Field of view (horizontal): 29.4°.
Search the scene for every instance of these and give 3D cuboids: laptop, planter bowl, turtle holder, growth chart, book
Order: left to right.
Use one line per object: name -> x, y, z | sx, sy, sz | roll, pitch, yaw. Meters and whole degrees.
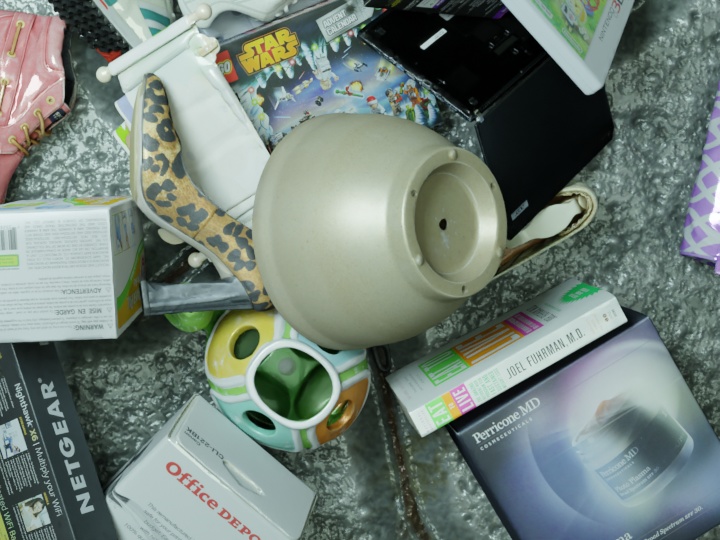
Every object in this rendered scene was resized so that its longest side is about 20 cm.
growth chart -> -0.140, -0.105, 1.140 | 0.145, 0.018, 0.200 | -19, 106, 28
turtle holder -> -0.072, 0.071, 1.190 | 0.141, 0.132, 0.186 | -27, 98, -3
planter bowl -> 0.032, -0.035, 1.109 | 0.200, 0.135, 0.200 | 3, 86, -43
laptop -> 0.117, -0.163, 1.209 | 0.200, 0.103, 0.177 | 39, 56, 13
book -> 0.127, 0.077, 1.211 | 0.200, 0.134, 0.048 | -29, 97, -3

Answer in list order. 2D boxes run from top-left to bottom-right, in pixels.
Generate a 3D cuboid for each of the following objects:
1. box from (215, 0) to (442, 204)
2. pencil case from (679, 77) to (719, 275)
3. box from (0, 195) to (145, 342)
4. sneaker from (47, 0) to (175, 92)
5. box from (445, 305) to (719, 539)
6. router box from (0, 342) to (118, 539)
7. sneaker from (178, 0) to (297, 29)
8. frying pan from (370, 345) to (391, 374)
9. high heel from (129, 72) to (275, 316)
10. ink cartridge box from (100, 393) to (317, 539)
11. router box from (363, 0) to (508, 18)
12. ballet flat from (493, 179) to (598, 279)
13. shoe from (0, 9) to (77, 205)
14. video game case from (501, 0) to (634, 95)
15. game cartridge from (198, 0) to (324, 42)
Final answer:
box -> -0.039, -0.155, 1.186 | 0.200, 0.040, 0.137 | -26, 107, -18
pencil case -> 0.350, -0.094, 1.245 | 0.084, 0.085, 0.200 | 11, 95, -5
box -> -0.242, -0.006, 1.127 | 0.112, 0.200, 0.101 | -2, 96, -2
sneaker -> -0.177, -0.201, 1.185 | 0.200, 0.070, 0.093 | 51, 57, -22
box -> 0.207, 0.166, 1.235 | 0.200, 0.123, 0.198 | -32, 96, -3
router box -> -0.303, 0.166, 1.155 | 0.157, 0.052, 0.200 | -23, 82, 29
sneaker -> -0.064, -0.258, 1.165 | 0.200, 0.075, 0.081 | -12, 120, -10
frying pan -> 0.013, -0.010, 1.238 | 0.115, 0.031, 0.190 | -33, 107, 12
high heel -> -0.115, -0.064, 1.125 | 0.143, 0.071, 0.200 | -5, 93, -13
ink cartridge box -> -0.157, 0.226, 1.183 | 0.144, 0.084, 0.200 | 42, 115, -8
router box -> 0.051, -0.314, 1.145 | 0.149, 0.051, 0.200 | -3, 73, -36
ballet flat -> 0.124, -0.028, 1.237 | 0.200, 0.062, 0.067 | -30, 98, -2
shoe -> -0.296, -0.125, 1.178 | 0.091, 0.071, 0.200 | 3, 90, -1
video game case -> 0.158, -0.274, 1.163 | 0.200, 0.022, 0.182 | 44, 46, -19
game cartridge -> -0.072, -0.290, 1.207 | 0.200, 0.041, 0.133 | -29, 101, -3
